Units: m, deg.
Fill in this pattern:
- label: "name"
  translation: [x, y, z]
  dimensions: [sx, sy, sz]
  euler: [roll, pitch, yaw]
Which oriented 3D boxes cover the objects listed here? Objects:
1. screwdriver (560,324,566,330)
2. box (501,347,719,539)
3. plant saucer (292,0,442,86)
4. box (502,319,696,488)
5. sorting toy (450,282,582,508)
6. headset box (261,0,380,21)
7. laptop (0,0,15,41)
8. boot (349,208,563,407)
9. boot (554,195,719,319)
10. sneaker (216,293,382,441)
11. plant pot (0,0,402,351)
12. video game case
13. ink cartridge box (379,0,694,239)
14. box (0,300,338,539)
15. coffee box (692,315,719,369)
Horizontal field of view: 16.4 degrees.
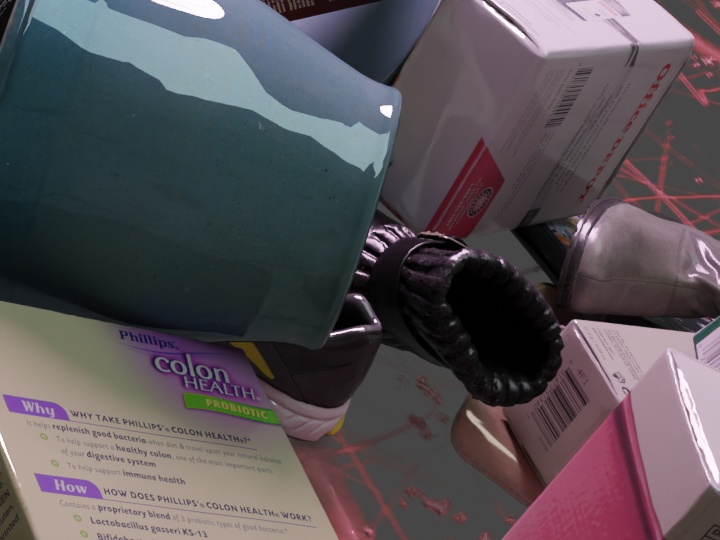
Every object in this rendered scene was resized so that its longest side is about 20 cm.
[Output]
- label: "screwdriver"
  translation: [0.105, 0.030, 1.505]
  dimensions: [0.199, 0.028, 0.029]
  euler: [15, -2, 8]
- label: "box"
  translation: [0.153, 0.159, 1.239]
  dimensions: [0.128, 0.200, 0.109]
  euler: [24, 30, -25]
- label: "plant saucer"
  translation: [-0.018, -0.161, 1.561]
  dimensions: [0.027, 0.200, 0.201]
  euler: [40, 19, -42]
- label: "box"
  translation: [0.185, 0.086, 1.463]
  dimensions: [0.199, 0.082, 0.069]
  euler: [6, 42, -39]
- label: "sorting toy"
  translation: [0.148, 0.109, 1.508]
  dimensions: [0.185, 0.037, 0.200]
  euler: [37, 31, -1]
- label: "headset box"
  translation: [-0.054, -0.214, 1.485]
  dimensions: [0.199, 0.075, 0.149]
  euler: [-13, 36, 2]
- label: "laptop"
  translation: [-0.229, -0.134, 1.337]
  dimensions: [0.200, 0.116, 0.188]
  euler: [50, 60, -26]
- label: "boot"
  translation: [0.002, -0.002, 1.383]
  dimensions: [0.210, 0.080, 0.158]
  euler: [22, 5, -29]
- label: "boot"
  translation: [0.205, 0.007, 1.488]
  dimensions: [0.130, 0.068, 0.200]
  euler: [22, 13, 24]
- label: "sneaker"
  translation: [-0.078, 0.012, 1.322]
  dimensions: [0.199, 0.085, 0.075]
  euler: [26, 28, -21]
- label: "plant pot"
  translation: [-0.086, -0.051, 1.205]
  dimensions: [0.187, 0.201, 0.200]
  euler: [18, 29, -5]
- label: "video game case"
  translation: [0.184, 0.013, 1.655]
  dimensions: [0.200, 0.026, 0.181]
  euler: [24, 20, -38]
- label: "ink cartridge box"
  translation: [0.103, -0.104, 1.543]
  dimensions: [0.085, 0.146, 0.200]
  euler: [43, 27, 23]
- label: "box"
  translation: [-0.107, 0.123, 1.098]
  dimensions: [0.175, 0.097, 0.200]
  euler: [12, 37, -41]
- label: "coffee box"
  translation: [0.254, 0.125, 1.394]
  dimensions: [0.123, 0.044, 0.201]
  euler: [16, 52, -32]
